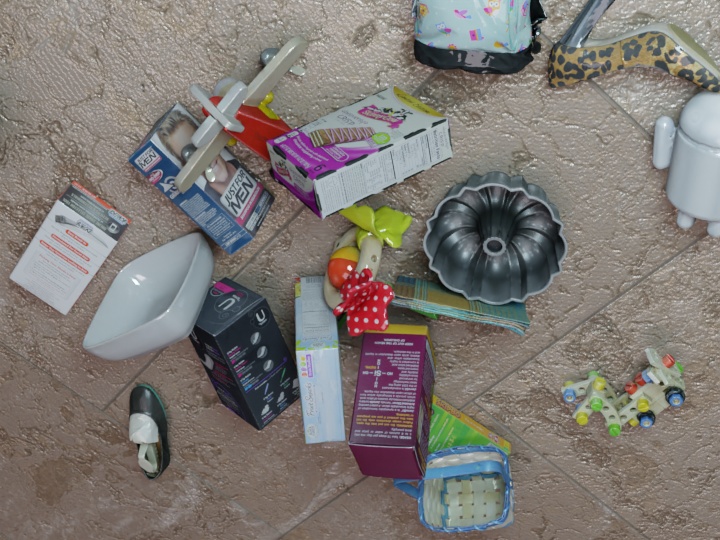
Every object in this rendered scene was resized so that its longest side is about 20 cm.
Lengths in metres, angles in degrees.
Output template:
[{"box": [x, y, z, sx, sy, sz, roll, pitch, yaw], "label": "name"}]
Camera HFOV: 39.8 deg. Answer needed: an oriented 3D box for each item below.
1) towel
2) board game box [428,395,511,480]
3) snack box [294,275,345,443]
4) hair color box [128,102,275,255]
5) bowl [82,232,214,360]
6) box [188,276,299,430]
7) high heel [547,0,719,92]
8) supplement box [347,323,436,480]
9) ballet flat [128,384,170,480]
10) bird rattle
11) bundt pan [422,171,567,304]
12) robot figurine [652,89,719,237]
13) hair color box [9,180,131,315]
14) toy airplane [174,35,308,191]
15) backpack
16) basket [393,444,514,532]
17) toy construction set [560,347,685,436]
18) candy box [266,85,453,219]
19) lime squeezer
[{"box": [0.144, 0.048, 1.440, 0.198, 0.147, 0.022, 12, 102, 5], "label": "towel"}, {"box": [0.147, 0.276, 1.677, 0.199, 0.030, 0.096, 32, 126, -14], "label": "board game box"}, {"box": [-0.062, 0.130, 1.494, 0.067, 0.201, 0.170, -5, 120, -3], "label": "snack box"}, {"box": [-0.222, -0.129, 1.414, 0.060, 0.100, 0.200, -31, 114, 37], "label": "hair color box"}, {"box": [-0.308, 0.049, 1.509, 0.199, 0.201, 0.075, -23, 124, 30], "label": "bowl"}, {"box": [-0.185, 0.130, 1.568, 0.122, 0.106, 0.201, 23, 142, 47], "label": "box"}, {"box": [0.332, -0.239, 1.213, 0.199, 0.071, 0.143, 38, 121, 7], "label": "high heel"}, {"box": [0.052, 0.199, 1.513, 0.102, 0.202, 0.131, 2, 148, 12], "label": "supplement box"}, {"box": [-0.381, 0.301, 1.793, 0.067, 0.069, 0.202, 3, 126, 12], "label": "ballet flat"}, {"box": [0.000, 0.000, 1.415, 0.112, 0.202, 0.163, 12, 162, -25], "label": "bird rattle"}, {"box": [0.190, -0.054, 1.389, 0.199, 0.076, 0.204, 6, 128, 8], "label": "bundt pan"}, {"box": [0.446, -0.143, 1.240, 0.168, 0.113, 0.202, 17, 130, 21], "label": "robot figurine"}, {"box": [-0.459, -0.033, 1.568, 0.110, 0.064, 0.200, 36, 127, -13], "label": "hair color box"}, {"box": [-0.161, -0.205, 1.308, 0.198, 0.141, 0.200, -22, 146, -24], "label": "toy airplane"}, {"box": [0.135, -0.336, 1.163, 0.165, 0.127, 0.202, 6, 124, 13], "label": "backpack"}, {"box": [0.162, 0.353, 1.614, 0.174, 0.141, 0.200, -9, 155, 19], "label": "basket"}, {"box": [0.414, 0.178, 1.509, 0.131, 0.093, 0.200, 35, 137, -13], "label": "toy construction set"}, {"box": [-0.001, -0.155, 1.263, 0.199, 0.136, 0.061, -26, 128, -19], "label": "candy box"}, {"box": [0.026, 0.051, 1.527, 0.199, 0.038, 0.071, -11, 131, 38], "label": "lime squeezer"}]
